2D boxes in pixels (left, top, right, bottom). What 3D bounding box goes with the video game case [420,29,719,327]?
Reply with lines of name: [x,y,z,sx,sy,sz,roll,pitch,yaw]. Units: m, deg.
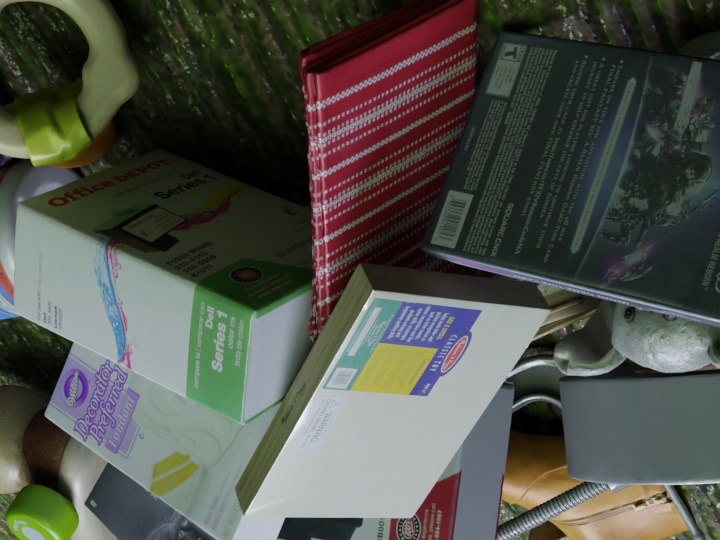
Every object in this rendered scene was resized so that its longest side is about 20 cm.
video game case: [0.141,-0.056,0.830,0.199,0.144,0.019,15,169,34]

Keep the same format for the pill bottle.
pill bottle: [-0.299,-0.014,1.101,0.199,0.113,0.113,-10,132,27]

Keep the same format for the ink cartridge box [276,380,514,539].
ink cartridge box: [0.000,0.141,1.090,0.199,0.147,0.083,4,175,31]

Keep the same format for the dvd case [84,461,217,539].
dvd case: [-0.112,0.137,1.101,0.148,0.201,0.016,38,-168,31]

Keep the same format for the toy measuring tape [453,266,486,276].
toy measuring tape: [0.000,0.000,1.030,0.198,0.074,0.074,-2,136,16]

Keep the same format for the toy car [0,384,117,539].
toy car: [-0.287,0.157,1.261,0.199,0.165,0.158,15,140,18]

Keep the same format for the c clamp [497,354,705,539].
c clamp: [0.127,0.156,1.097,0.199,0.027,0.172,-25,88,18]

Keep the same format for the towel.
towel: [0.019,-0.061,0.891,0.022,0.144,0.201,27,134,35]

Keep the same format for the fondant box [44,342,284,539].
fondant box: [-0.121,0.087,1.069,0.199,0.145,0.058,28,-171,32]

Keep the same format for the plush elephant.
plush elephant: [0.181,-0.010,0.891,0.164,0.155,0.200,-13,130,31]

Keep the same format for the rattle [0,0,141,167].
rattle: [-0.234,-0.164,0.976,0.200,0.143,0.130,42,104,-4]

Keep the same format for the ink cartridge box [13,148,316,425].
ink cartridge box: [-0.106,0.003,0.969,0.199,0.145,0.085,23,120,28]

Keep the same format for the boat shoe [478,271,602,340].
boat shoe: [0.073,0.048,0.984,0.199,0.065,0.071,-33,167,6]

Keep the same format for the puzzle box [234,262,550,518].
puzzle box: [0.018,0.081,0.930,0.132,0.025,0.201,7,129,-32]

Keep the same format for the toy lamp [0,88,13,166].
toy lamp: [-0.301,-0.148,0.996,0.058,0.058,0.200,-16,130,33]

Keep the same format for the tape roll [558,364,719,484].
tape roll: [0.231,0.093,0.967,0.199,0.067,0.200,-4,178,0]

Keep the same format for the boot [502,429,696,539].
boot: [0.160,0.143,1.152,0.143,0.071,0.202,-29,109,23]
